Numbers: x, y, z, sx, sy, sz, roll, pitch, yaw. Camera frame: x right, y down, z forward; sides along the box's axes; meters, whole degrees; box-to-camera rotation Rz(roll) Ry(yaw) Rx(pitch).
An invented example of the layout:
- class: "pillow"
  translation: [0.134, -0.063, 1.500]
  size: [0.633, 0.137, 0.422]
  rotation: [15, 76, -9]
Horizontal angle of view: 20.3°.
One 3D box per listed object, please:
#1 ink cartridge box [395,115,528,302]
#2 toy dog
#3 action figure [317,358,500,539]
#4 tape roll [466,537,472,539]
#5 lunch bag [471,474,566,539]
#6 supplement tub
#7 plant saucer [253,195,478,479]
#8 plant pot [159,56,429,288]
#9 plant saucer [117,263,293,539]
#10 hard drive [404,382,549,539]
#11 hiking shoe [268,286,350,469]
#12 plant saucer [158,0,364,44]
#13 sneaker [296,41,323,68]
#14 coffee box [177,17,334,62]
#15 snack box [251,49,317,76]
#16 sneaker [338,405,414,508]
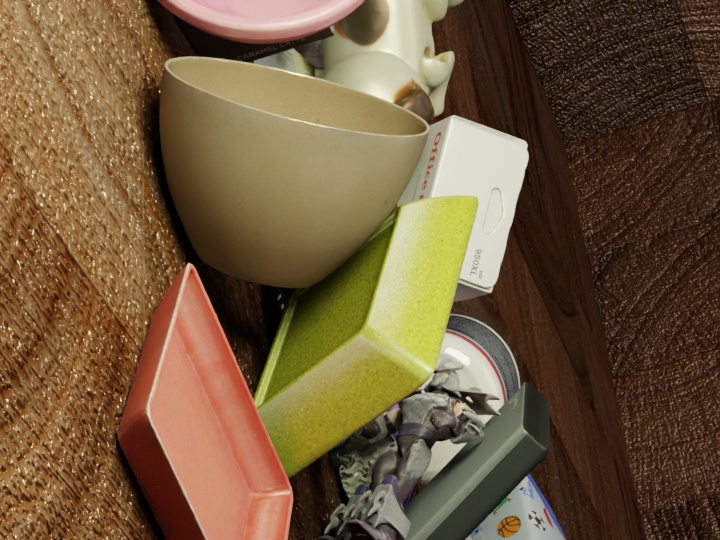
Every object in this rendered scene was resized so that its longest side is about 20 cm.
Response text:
- class: "ink cartridge box"
  translation: [0.063, -0.048, 1.853]
  size: [0.200, 0.084, 0.145]
  rotation: [-18, -124, 67]
- class: "toy dog"
  translation: [0.020, -0.191, 1.761]
  size: [0.194, 0.139, 0.201]
  rotation: [76, 16, -65]
- class: "action figure"
  translation: [0.038, 0.148, 1.634]
  size: [0.069, 0.130, 0.201]
  rotation: [46, 54, -24]
- class: "tape roll"
  translation: [0.073, 0.319, 1.780]
  size: [0.202, 0.070, 0.204]
  rotation: [-16, 90, -78]
- class: "lunch bag"
  translation: [0.170, 0.337, 2.083]
  size: [0.200, 0.123, 0.171]
  rotation: [53, 21, -38]
- class: "supplement tub"
  translation: [0.077, 0.116, 1.900]
  size: [0.200, 0.140, 0.141]
  rotation: [-26, 99, -78]
- class: "plant saucer"
  translation: [-0.009, 0.042, 1.485]
  size: [0.048, 0.200, 0.200]
  rotation: [38, 40, -18]
- class: "plant pot"
  translation: [-0.061, -0.065, 1.480]
  size: [0.200, 0.199, 0.135]
  rotation: [-57, 162, -75]
- class: "plant saucer"
  translation: [-0.102, 0.127, 1.321]
  size: [0.200, 0.036, 0.200]
  rotation: [-84, 155, -63]
- class: "hard drive"
  translation: [0.077, 0.187, 1.633]
  size: [0.033, 0.200, 0.140]
  rotation: [42, 13, -4]
- class: "hiking shoe"
  translation: [-0.039, 0.061, 1.663]
  size: [0.087, 0.074, 0.201]
  rotation: [93, -5, -45]
- class: "plant saucer"
  translation: [-0.078, -0.252, 1.594]
  size: [0.051, 0.199, 0.201]
  rotation: [95, -11, -55]
- class: "sneaker"
  translation: [-0.030, -0.217, 2.045]
  size: [0.200, 0.075, 0.085]
  rotation: [65, 10, -69]
- class: "coffee box"
  translation: [-0.096, -0.281, 1.710]
  size: [0.080, 0.114, 0.201]
  rotation: [56, 20, -53]
- class: "snack box"
  translation: [-0.049, -0.132, 1.794]
  size: [0.200, 0.037, 0.117]
  rotation: [36, 37, -46]
- class: "sneaker"
  translation: [0.010, 0.133, 1.771]
  size: [0.100, 0.069, 0.201]
  rotation: [61, 22, -62]
